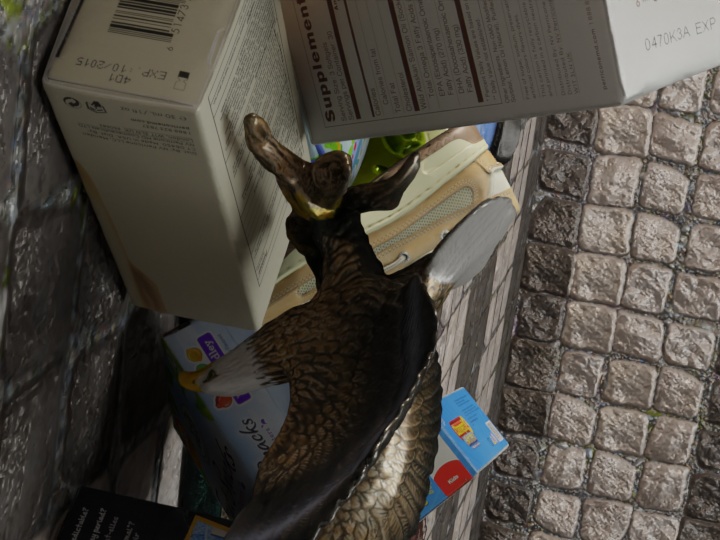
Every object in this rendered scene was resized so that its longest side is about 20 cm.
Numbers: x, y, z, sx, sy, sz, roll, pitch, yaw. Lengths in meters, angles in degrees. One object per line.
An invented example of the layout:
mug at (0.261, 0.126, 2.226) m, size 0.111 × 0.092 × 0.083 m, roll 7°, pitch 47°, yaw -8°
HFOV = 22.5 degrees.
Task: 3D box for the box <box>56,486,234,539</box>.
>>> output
box at (-0.099, 0.223, 0.898) m, size 0.200 × 0.114 × 0.132 m, roll 85°, pitch 20°, yaw -50°

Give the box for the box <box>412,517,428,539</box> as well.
box at (-0.016, 0.269, 1.443) m, size 0.075 × 0.100 × 0.200 m, roll 83°, pitch 19°, yaw -58°

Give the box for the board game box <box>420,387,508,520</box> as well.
board game box at (0.000, 0.166, 1.233) m, size 0.196 × 0.056 × 0.200 m, roll -39°, pitch 173°, yaw 7°

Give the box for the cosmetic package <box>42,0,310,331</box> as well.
cosmetic package at (-0.077, -0.065, 0.833) m, size 0.200 × 0.071 × 0.105 m, roll 82°, pitch 21°, yaw -60°

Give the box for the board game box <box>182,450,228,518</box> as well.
board game box at (-0.071, 0.102, 1.166) m, size 0.200 × 0.028 × 0.136 m, roll -54°, pitch 152°, yaw -67°

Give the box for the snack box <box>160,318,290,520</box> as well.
snack box at (-0.032, 0.127, 0.945) m, size 0.053 × 0.200 × 0.142 m, roll -28°, pitch 161°, yaw -16°

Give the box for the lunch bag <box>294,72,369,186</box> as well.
lunch bag at (-0.028, -0.151, 0.991) m, size 0.161 × 0.082 × 0.201 m, roll 68°, pitch 34°, yaw -73°

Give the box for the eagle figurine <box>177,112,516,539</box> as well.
eagle figurine at (-0.012, 0.054, 0.795) m, size 0.151 × 0.151 × 0.201 m, roll 11°, pitch 62°, yaw -39°

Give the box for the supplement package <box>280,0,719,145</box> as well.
supplement package at (0.068, -0.134, 0.849) m, size 0.117 × 0.200 × 0.118 m, roll -23°, pitch 104°, yaw -41°

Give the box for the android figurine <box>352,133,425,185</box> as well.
android figurine at (0.016, -0.138, 1.115) m, size 0.200 × 0.041 × 0.183 m, roll -33°, pitch -136°, yaw 56°

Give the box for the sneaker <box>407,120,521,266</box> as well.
sneaker at (0.058, -0.068, 1.176) m, size 0.111 × 0.077 × 0.200 m, roll 34°, pitch 46°, yaw -43°

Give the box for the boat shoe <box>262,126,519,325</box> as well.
boat shoe at (0.000, 0.000, 1.022) m, size 0.076 × 0.200 × 0.072 m, roll 56°, pitch 2°, yaw -4°
